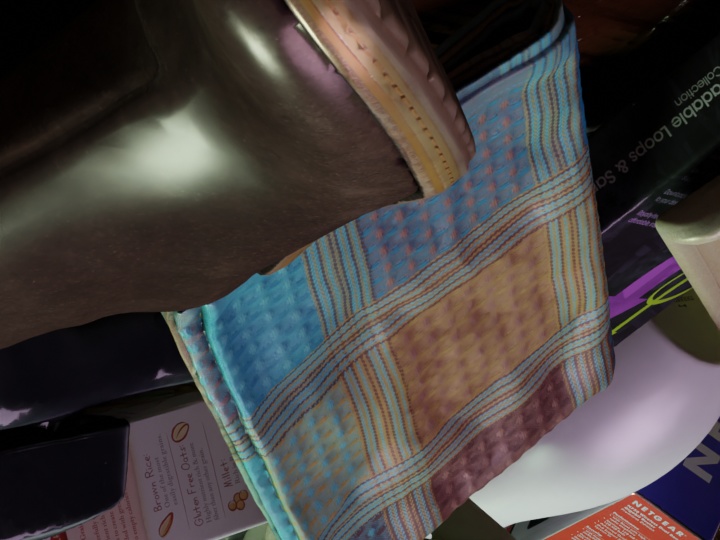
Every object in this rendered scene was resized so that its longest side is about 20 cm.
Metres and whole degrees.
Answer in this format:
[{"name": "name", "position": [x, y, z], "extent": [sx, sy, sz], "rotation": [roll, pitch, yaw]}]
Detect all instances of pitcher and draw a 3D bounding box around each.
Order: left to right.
[{"name": "pitcher", "position": [0.066, 0.065, 0.974], "extent": [0.171, 0.121, 0.200], "rotation": [-8, 153, -50]}]

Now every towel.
[{"name": "towel", "position": [0.020, 0.018, 0.657], "extent": [0.147, 0.022, 0.200], "rotation": [-38, 145, -15]}]

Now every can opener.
[{"name": "can opener", "position": [-0.064, 0.022, 0.650], "extent": [0.200, 0.079, 0.063], "rotation": [-18, -154, -33]}]

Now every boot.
[{"name": "boot", "position": [-0.064, -0.018, 0.458], "extent": [0.166, 0.073, 0.200], "rotation": [-23, 172, 0]}]

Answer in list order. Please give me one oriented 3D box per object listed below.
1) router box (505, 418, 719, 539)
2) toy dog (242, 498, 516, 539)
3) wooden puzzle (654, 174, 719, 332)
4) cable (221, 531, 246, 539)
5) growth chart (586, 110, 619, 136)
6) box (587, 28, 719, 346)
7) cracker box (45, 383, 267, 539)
[{"name": "router box", "position": [0.154, 0.074, 1.124], "extent": [0.200, 0.049, 0.179], "rotation": [-60, -170, -29]}, {"name": "toy dog", "position": [0.018, 0.167, 0.884], "extent": [0.139, 0.200, 0.194], "rotation": [-30, 129, -22]}, {"name": "wooden puzzle", "position": [0.201, -0.039, 0.763], "extent": [0.185, 0.037, 0.200], "rotation": [-34, 163, 6]}, {"name": "cable", "position": [-0.095, 0.140, 1.036], "extent": [0.199, 0.050, 0.097], "rotation": [11, 138, -7]}, {"name": "growth chart", "position": [0.049, -0.025, 0.822], "extent": [0.200, 0.018, 0.145], "rotation": [-15, 166, -26]}, {"name": "box", "position": [0.131, -0.041, 0.759], "extent": [0.200, 0.036, 0.143], "rotation": [-41, 160, 22]}, {"name": "cracker box", "position": [-0.077, 0.074, 0.851], "extent": [0.200, 0.058, 0.134], "rotation": [-16, -175, -31]}]
